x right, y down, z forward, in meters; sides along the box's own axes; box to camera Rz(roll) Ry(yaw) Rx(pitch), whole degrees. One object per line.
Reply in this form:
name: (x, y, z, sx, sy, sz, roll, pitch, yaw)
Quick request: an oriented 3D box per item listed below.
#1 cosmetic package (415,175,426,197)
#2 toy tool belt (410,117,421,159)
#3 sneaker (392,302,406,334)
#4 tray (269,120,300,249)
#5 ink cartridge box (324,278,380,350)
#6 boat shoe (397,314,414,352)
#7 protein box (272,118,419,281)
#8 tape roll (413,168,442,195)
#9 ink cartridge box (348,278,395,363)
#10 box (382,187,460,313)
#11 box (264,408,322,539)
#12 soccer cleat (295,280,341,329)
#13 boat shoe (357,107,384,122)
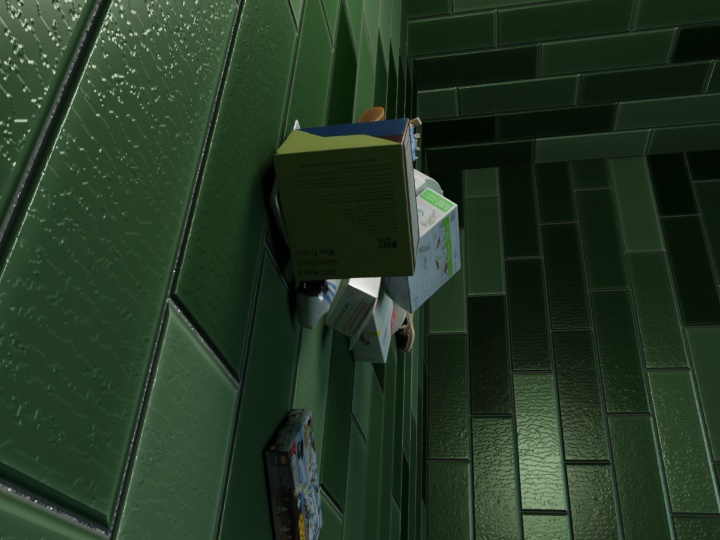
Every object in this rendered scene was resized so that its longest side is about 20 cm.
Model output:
cosmetic package: (0.071, -0.094, 1.460, 0.199, 0.051, 0.153, -41, 145, -22)
toy tool belt: (0.168, -0.450, 2.389, 0.126, 0.119, 0.205, -74, 159, -58)
sneaker: (0.104, 0.115, 1.879, 0.203, 0.073, 0.118, -55, 170, -6)
tray: (-0.115, -0.141, 1.070, 0.109, 0.021, 0.204, 78, 14, -45)
ink cartridge box: (-0.012, 0.047, 1.323, 0.116, 0.066, 0.202, -59, -169, 33)
boat shoe: (0.147, 0.193, 2.311, 0.071, 0.071, 0.207, -12, 112, -48)
protein box: (-0.013, -0.109, 1.023, 0.136, 0.192, 0.206, -71, 156, -62)
tape roll: (0.085, -0.153, 1.594, 0.200, 0.138, 0.207, -30, 137, -33)
ink cartridge box: (0.021, 0.096, 1.546, 0.203, 0.081, 0.148, 77, 22, -44)
box: (0.131, -0.040, 1.449, 0.175, 0.096, 0.203, -40, 143, -21)
box: (-0.098, 0.335, 1.001, 0.137, 0.039, 0.207, -55, 141, -75)
soccer cleat: (-0.075, 0.033, 1.162, 0.201, 0.068, 0.089, -61, 162, -67)
boat shoe: (0.026, -0.367, 1.755, 0.202, 0.068, 0.072, -67, 146, -49)
